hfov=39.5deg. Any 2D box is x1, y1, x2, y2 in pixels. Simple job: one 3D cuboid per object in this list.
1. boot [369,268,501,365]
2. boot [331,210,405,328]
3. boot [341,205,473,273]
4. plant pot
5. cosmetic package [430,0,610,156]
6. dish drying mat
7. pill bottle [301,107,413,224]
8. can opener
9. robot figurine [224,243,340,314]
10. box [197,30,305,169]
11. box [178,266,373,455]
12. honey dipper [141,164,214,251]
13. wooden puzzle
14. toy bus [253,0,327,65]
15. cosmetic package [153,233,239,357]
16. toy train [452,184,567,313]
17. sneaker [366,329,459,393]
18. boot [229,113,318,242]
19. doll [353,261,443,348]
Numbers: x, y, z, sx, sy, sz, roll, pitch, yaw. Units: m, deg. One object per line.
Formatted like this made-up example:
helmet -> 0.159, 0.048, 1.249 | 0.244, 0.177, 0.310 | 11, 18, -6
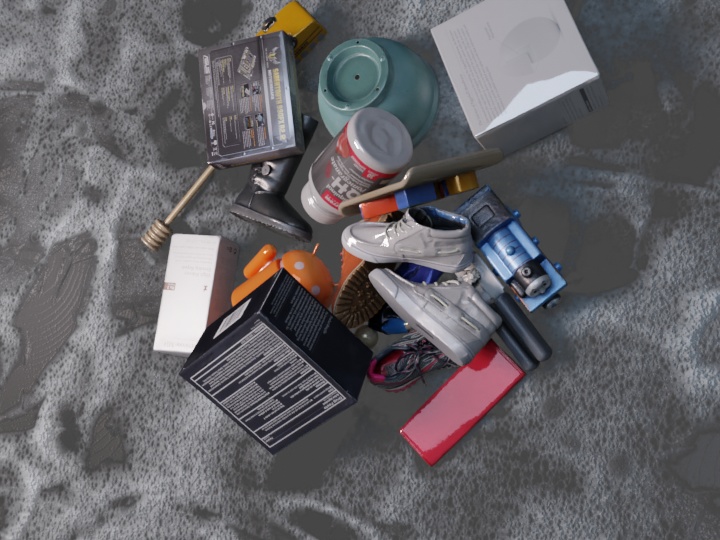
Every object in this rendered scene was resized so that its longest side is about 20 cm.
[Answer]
boot -> 0.111, 0.043, 1.466 | 0.200, 0.074, 0.096 | 41, 77, 19
boot -> 0.000, 0.000, 1.562 | 0.107, 0.075, 0.201 | 2, 59, 54
boot -> 0.067, -0.060, 1.452 | 0.199, 0.096, 0.074 | 8, 51, 12
plant pot -> 0.012, -0.290, 1.608 | 0.199, 0.134, 0.202 | -6, 75, 22
cosmetic package -> 0.242, -0.308, 1.520 | 0.199, 0.123, 0.200 | -24, 70, 15
dish drying mat -> 0.151, 0.197, 1.501 | 0.200, 0.018, 0.077 | -46, 73, 6
pill bottle -> -0.013, -0.155, 1.562 | 0.200, 0.110, 0.111 | -43, 60, 49
can opener -> 0.212, 0.055, 1.486 | 0.053, 0.066, 0.200 | -45, 71, 34
robot figurine -> -0.126, 0.044, 1.600 | 0.199, 0.117, 0.144 | -34, 42, 11
box -> -0.181, -0.280, 1.654 | 0.157, 0.048, 0.201 | -10, 81, 15
box -> -0.124, 0.138, 1.498 | 0.198, 0.123, 0.200 | 45, 124, -15
honey dipper -> -0.310, -0.122, 1.761 | 0.038, 0.038, 0.200 | 40, 94, 25
wooden puzzle -> 0.090, -0.117, 1.475 | 0.200, 0.184, 0.047 | -22, 85, 57
toy bus -> -0.155, -0.368, 1.726 | 0.200, 0.078, 0.065 | -45, 67, 8
cosmetic package -> -0.275, 0.045, 1.688 | 0.101, 0.074, 0.201 | 2, 78, 24
toy train -> 0.220, -0.029, 1.471 | 0.087, 0.114, 0.200 | -39, 66, 11
sneaker -> 0.100, 0.122, 1.510 | 0.199, 0.075, 0.081 | -35, 67, 12
boot -> -0.115, -0.163, 1.677 | 0.164, 0.066, 0.201 | 22, 83, 24
doll -> 0.060, 0.044, 1.555 | 0.200, 0.048, 0.137 | -48, 47, 9
